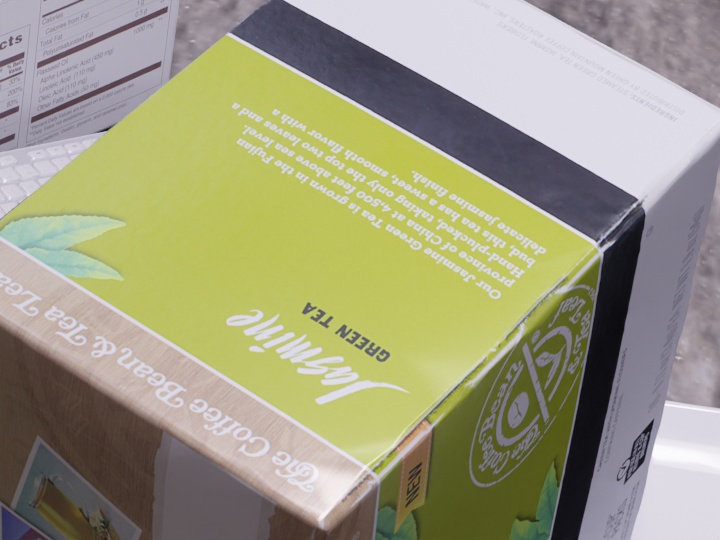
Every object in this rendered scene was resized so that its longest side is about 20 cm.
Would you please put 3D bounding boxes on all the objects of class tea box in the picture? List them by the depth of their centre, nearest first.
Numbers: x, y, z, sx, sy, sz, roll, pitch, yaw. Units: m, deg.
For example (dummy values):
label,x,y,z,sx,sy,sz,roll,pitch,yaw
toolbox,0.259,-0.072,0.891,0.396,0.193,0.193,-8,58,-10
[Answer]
label,x,y,z,sx,sy,sz,roll,pitch,yaw
tea box,-0.011,0.046,0.846,0.133,0.201,0.197,31,52,22

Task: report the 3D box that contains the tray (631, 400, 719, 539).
label,x,y,z,sx,sy,sz,roll,pitch,yaw
tray,0.125,0.120,0.945,0.107,0.022,0.201,8,40,-3

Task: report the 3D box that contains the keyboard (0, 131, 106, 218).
label,x,y,z,sx,sy,sz,roll,pitch,yaw
keyboard,-0.105,-0.025,1.042,0.199,0.011,0.056,-15,44,-44

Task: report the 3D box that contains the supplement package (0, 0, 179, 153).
label,x,y,z,sx,sy,sz,roll,pitch,yaw
supplement package,-0.186,-0.132,1.100,0.155,0.111,0.200,-27,53,-37
